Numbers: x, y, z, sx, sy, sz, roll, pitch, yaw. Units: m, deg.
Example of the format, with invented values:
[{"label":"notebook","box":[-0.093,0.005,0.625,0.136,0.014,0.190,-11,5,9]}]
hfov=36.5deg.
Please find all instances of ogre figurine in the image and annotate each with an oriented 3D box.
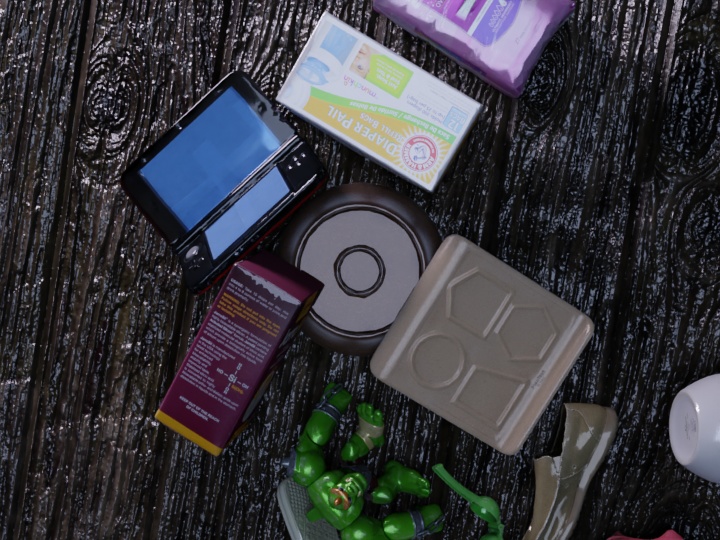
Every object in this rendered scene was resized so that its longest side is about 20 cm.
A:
[{"label":"ogre figurine","box":[-0.003,0.238,1.228,0.120,0.098,0.201,-38,106,-29]}]

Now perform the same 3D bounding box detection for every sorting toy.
[{"label":"sorting toy","box":[0.137,0.084,1.240,0.199,0.036,0.186,32,94,-6]}]

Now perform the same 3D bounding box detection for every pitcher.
[{"label":"pitcher","box":[0.448,0.150,1.204,0.198,0.121,0.173,2,73,-7]}]

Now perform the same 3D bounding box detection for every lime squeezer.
[{"label":"lime squeezer","box":[0.137,0.305,1.247,0.038,0.070,0.202,-8,100,39]}]

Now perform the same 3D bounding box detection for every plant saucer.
[{"label":"plant saucer","box":[0.000,0.000,1.254,0.198,0.032,0.202,0,93,4]}]

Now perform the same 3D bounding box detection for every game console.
[{"label":"game console","box":[-0.158,-0.101,1.217,0.200,0.173,0.119,-42,117,5]}]

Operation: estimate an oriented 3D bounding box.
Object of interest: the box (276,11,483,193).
[{"label":"box","box":[0.022,-0.180,1.206,0.199,0.101,0.113,30,94,1]}]

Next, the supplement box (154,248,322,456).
[{"label":"supplement box","box":[-0.132,0.088,1.209,0.085,0.110,0.201,30,103,5]}]

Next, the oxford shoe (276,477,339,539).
[{"label":"oxford shoe","box":[-0.052,0.335,1.259,0.058,0.075,0.201,-26,91,32]}]

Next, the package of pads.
[{"label":"package of pads","box":[0.124,-0.293,1.208,0.199,0.076,0.121,33,92,1]}]

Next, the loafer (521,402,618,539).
[{"label":"loafer","box":[0.222,0.237,1.236,0.067,0.076,0.201,26,84,2]}]

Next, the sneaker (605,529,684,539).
[{"label":"sneaker","box":[0.284,0.347,1.248,0.199,0.074,0.087,-13,59,12]}]
